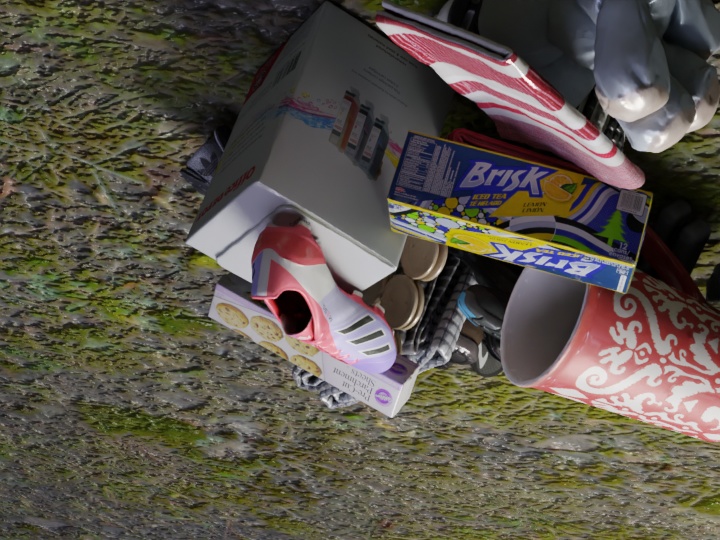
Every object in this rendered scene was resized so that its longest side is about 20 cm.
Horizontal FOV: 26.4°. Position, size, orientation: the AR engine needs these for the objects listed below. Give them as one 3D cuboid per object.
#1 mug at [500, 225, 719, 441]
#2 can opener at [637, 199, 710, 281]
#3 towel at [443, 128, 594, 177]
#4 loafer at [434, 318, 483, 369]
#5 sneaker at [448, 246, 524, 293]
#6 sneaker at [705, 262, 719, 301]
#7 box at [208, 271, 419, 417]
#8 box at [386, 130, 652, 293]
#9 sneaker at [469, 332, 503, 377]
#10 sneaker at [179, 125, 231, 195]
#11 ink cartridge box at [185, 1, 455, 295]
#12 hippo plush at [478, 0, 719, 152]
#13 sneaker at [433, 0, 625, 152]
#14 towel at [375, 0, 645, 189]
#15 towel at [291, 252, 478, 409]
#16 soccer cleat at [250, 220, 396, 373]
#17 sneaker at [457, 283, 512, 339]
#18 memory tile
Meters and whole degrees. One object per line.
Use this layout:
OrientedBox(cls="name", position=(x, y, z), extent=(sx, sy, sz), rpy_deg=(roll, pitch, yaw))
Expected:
OrientedBox(cls="mug", position=(0.244, 0.045, 1.306), extent=(0.198, 0.179, 0.133), rpy_deg=(21, 177, -20))
OrientedBox(cls="can opener", position=(0.284, 0.005, 1.433), extent=(0.053, 0.066, 0.201), rpy_deg=(48, 156, 25))
OrientedBox(cls="towel", position=(0.133, -0.082, 1.312), extent=(0.143, 0.023, 0.200), rpy_deg=(19, 178, -2))
OrientedBox(cls="loafer", position=(0.084, 0.058, 1.602), extent=(0.073, 0.072, 0.200), rpy_deg=(28, 169, -18))
OrientedBox(cls="sneaker", position=(0.123, -0.038, 1.422), extent=(0.200, 0.091, 0.076), rpy_deg=(46, 171, -34))
OrientedBox(cls="sneaker", position=(0.399, 0.013, 1.318), extent=(0.198, 0.105, 0.060), rpy_deg=(23, 149, -5))
OrientedBox(cls="box", position=(-0.043, 0.062, 1.374), extent=(0.199, 0.039, 0.042), rpy_deg=(29, 125, 14))
OrientedBox(cls="box", position=(0.124, -0.046, 1.203), extent=(0.198, 0.065, 0.070), rpy_deg=(16, 163, 9))
OrientedBox(cls="sneaker", position=(0.148, 0.063, 1.563), extent=(0.076, 0.084, 0.200), rpy_deg=(23, 149, -4))
OrientedBox(cls="sneaker", position=(-0.114, -0.068, 1.442), extent=(0.114, 0.200, 0.076), rpy_deg=(41, 101, -19))
OrientedBox(cls="ink cartridge box", position=(-0.033, -0.090, 1.316), extent=(0.144, 0.201, 0.145), rpy_deg=(31, 148, -18))
OrientedBox(cls="hippo plush", position=(0.158, -0.167, 1.126), extent=(0.160, 0.160, 0.200), rpy_deg=(-7, 140, 37))
OrientedBox(cls="sneaker", position=(0.135, -0.152, 1.260), extent=(0.199, 0.076, 0.081), rpy_deg=(37, 157, -16))
OrientedBox(cls="towel", position=(0.110, -0.125, 1.119), extent=(0.144, 0.023, 0.199), rpy_deg=(29, 178, 43))
OrientedBox(cls="towel", position=(0.026, 0.037, 1.518), extent=(0.085, 0.167, 0.199), rpy_deg=(38, 145, -19))
OrientedBox(cls="soccer cleat", position=(-0.032, 0.040, 1.254), extent=(0.066, 0.077, 0.200), rpy_deg=(-2, 145, 29))
OrientedBox(cls="sneaker", position=(0.183, 0.041, 1.394), extent=(0.198, 0.083, 0.073), rpy_deg=(18, -179, -14))
OrientedBox(cls="memory tile", position=(0.000, 0.000, 1.440), extent=(0.017, 0.155, 0.200), rpy_deg=(12, -165, -38))
